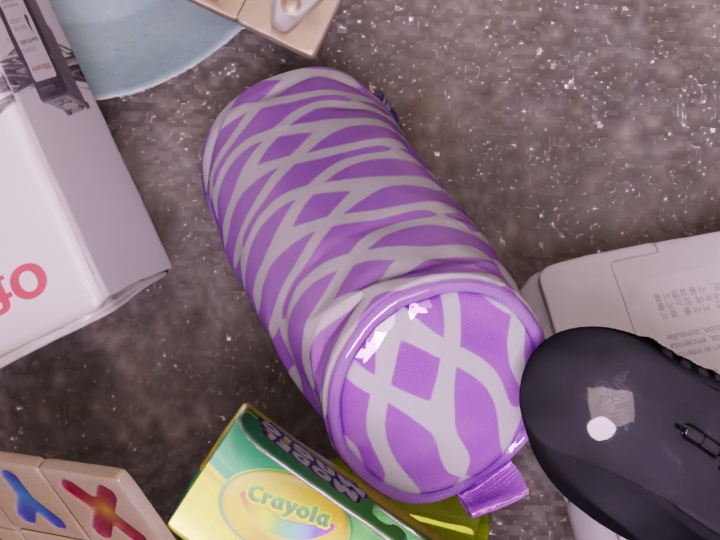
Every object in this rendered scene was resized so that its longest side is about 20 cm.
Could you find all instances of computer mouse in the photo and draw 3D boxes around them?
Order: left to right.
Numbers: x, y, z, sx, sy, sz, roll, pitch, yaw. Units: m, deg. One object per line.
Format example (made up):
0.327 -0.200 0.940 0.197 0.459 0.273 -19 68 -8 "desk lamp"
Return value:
0.137 0.075 0.637 0.199 0.034 0.059 26 76 -13 "computer mouse"

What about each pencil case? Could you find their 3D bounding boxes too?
0.000 0.000 0.711 0.083 0.200 0.086 -20 120 -5 "pencil case"

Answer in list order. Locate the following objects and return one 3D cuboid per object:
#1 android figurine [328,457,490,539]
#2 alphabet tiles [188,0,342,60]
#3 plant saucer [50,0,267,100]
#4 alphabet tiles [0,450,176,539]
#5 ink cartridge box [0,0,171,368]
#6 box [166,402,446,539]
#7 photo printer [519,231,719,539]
-0.010 0.164 0.768 0.198 0.041 0.184 12 82 -2 "android figurine"
-0.073 -0.198 0.791 0.198 0.008 0.168 25 82 1 "alphabet tiles"
-0.116 -0.161 0.809 0.199 0.039 0.203 1 82 -4 "plant saucer"
-0.064 0.127 0.651 0.006 0.165 0.201 -56 133 -33 "alphabet tiles"
-0.178 -0.053 0.737 0.144 0.083 0.202 -24 92 14 "ink cartridge box"
-0.003 0.095 0.657 0.117 0.200 0.049 34 80 0 "box"
0.156 0.080 0.734 0.165 0.070 0.201 -10 55 -7 "photo printer"
